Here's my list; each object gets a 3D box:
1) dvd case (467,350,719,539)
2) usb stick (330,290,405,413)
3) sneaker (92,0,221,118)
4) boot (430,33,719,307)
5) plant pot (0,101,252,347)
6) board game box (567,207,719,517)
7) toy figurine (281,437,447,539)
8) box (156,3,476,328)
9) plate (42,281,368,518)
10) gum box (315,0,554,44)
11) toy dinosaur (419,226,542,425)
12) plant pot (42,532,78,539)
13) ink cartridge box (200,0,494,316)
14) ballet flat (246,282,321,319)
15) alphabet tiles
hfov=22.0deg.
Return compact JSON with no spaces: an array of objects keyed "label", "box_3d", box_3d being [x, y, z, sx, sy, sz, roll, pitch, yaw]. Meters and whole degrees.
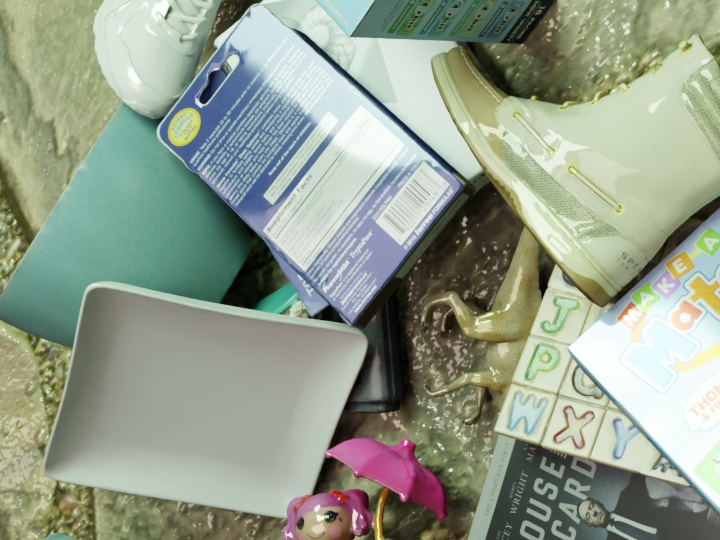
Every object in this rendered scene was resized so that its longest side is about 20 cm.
[{"label":"dvd case","box_3d":[0.165,0.155,1.147,0.199,0.025,0.152,24,104,32]},{"label":"usb stick","box_3d":[0.000,0.000,1.312,0.055,0.033,0.202,-3,93,36]},{"label":"sneaker","box_3d":[-0.125,-0.201,1.299,0.099,0.078,0.201,-27,45,46]},{"label":"boot","box_3d":[0.147,-0.097,1.148,0.154,0.072,0.201,-39,63,9]},{"label":"plant pot","box_3d":[-0.158,-0.018,1.351,0.134,0.200,0.201,32,118,-7]},{"label":"board game box","box_3d":[0.238,0.065,1.075,0.151,0.037,0.200,-42,54,1]},{"label":"toy figurine","box_3d":[-0.006,0.207,1.268,0.199,0.150,0.185,-17,57,25]},{"label":"box","box_3d":[-0.033,-0.073,1.236,0.200,0.032,0.121,43,102,18]},{"label":"plate","box_3d":[-0.112,0.089,1.315,0.032,0.198,0.200,-92,17,-49]},{"label":"gum box","box_3d":[0.011,-0.216,1.176,0.170,0.199,0.045,49,120,21]},{"label":"toy dinosaur","box_3d":[0.096,0.038,1.245,0.100,0.058,0.202,6,104,20]},{"label":"plant pot","box_3d":[-0.195,0.315,1.412,0.133,0.200,0.202,13,104,10]},{"label":"ink cartridge box","box_3d":[-0.014,-0.105,1.270,0.200,0.041,0.200,-38,72,14]},{"label":"ballet flat","box_3d":[-0.082,0.064,1.371,0.199,0.076,0.064,-30,109,39]},{"label":"alphabet tiles","box_3d":[0.196,0.047,1.130,0.199,0.008,0.168,13,72,31]}]
